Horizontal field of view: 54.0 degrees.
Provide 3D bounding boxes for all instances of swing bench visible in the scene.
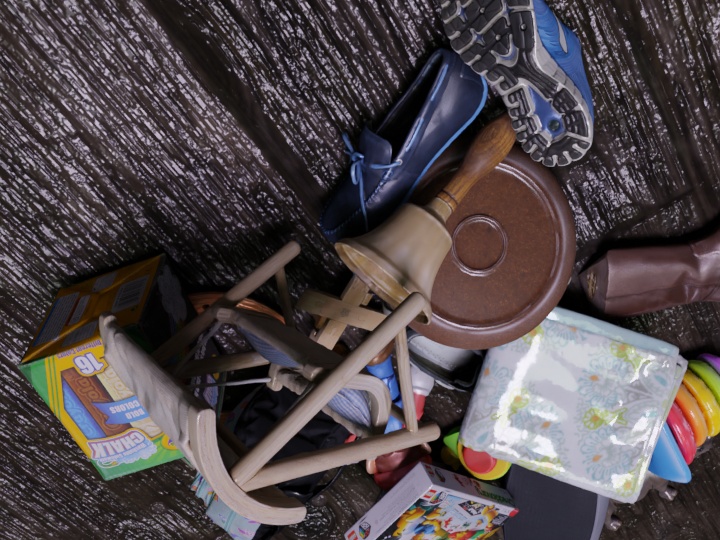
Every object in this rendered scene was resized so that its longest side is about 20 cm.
[{"bbox_3d":[-0.076,0.085,0.564,0.198,0.198,0.132,-24,118,-29],"label":"swing bench"}]

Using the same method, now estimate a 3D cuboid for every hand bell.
[{"bbox_3d":[0.078,-0.065,0.608,0.104,0.104,0.201,44,79,-27],"label":"hand bell"}]

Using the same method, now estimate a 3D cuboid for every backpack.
[{"bbox_3d":[-0.095,0.200,0.748,0.126,0.166,0.201,43,132,13],"label":"backpack"}]

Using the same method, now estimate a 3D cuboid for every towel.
[{"bbox_3d":[0.220,0.132,0.735,0.197,0.048,0.174,19,93,2],"label":"towel"}]

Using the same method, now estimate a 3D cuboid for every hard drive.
[{"bbox_3d":[0.243,0.292,0.895,0.132,0.042,0.203,11,124,20],"label":"hard drive"}]

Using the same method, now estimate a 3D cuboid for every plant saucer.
[{"bbox_3d":[0.108,-0.025,0.659,0.196,0.034,0.205,0,92,0],"label":"plant saucer"}]

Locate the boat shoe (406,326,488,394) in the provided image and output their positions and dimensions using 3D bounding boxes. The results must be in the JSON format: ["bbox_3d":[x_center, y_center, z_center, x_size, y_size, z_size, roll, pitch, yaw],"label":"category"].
[{"bbox_3d":[0.115,0.106,0.783,0.198,0.061,0.076,28,117,-20],"label":"boat shoe"}]

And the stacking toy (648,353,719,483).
[{"bbox_3d":[0.397,0.141,0.814,0.198,0.116,0.111,-29,93,-4],"label":"stacking toy"}]

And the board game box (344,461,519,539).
[{"bbox_3d":[0.088,0.293,0.825,0.126,0.035,0.199,-46,135,14],"label":"board game box"}]

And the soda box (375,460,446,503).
[{"bbox_3d":[0.050,0.337,0.925,0.067,0.064,0.202,14,120,-14],"label":"soda box"}]

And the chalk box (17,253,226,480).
[{"bbox_3d":[-0.214,0.112,0.701,0.122,0.126,0.203,-17,121,6],"label":"chalk box"}]

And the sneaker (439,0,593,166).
[{"bbox_3d":[0.135,-0.189,0.594,0.078,0.089,0.202,-21,107,36],"label":"sneaker"}]

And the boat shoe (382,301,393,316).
[{"bbox_3d":[0.115,-0.001,0.711,0.197,0.072,0.062,-13,120,-6],"label":"boat shoe"}]

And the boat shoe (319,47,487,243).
[{"bbox_3d":[0.022,-0.113,0.631,0.068,0.084,0.201,28,104,-42],"label":"boat shoe"}]

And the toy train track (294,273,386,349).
[{"bbox_3d":[0.000,0.000,0.721,0.113,0.033,0.202,19,112,-36],"label":"toy train track"}]

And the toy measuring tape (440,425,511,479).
[{"bbox_3d":[0.180,0.197,0.828,0.198,0.074,0.074,-30,121,30],"label":"toy measuring tape"}]

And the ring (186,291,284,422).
[{"bbox_3d":[-0.156,0.105,0.787,0.196,0.019,0.204,-3,123,-4],"label":"ring"}]

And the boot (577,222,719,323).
[{"bbox_3d":[0.327,-0.029,0.719,0.196,0.065,0.189,-6,122,5],"label":"boot"}]

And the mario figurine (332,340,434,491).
[{"bbox_3d":[0.024,0.165,0.822,0.122,0.106,0.203,0,119,39],"label":"mario figurine"}]

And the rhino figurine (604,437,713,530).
[{"bbox_3d":[0.367,0.250,0.896,0.087,0.060,0.200,37,113,-26],"label":"rhino figurine"}]
